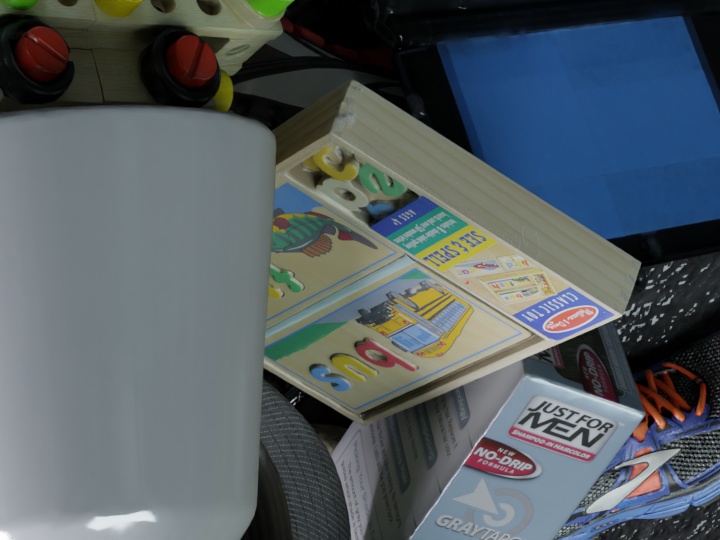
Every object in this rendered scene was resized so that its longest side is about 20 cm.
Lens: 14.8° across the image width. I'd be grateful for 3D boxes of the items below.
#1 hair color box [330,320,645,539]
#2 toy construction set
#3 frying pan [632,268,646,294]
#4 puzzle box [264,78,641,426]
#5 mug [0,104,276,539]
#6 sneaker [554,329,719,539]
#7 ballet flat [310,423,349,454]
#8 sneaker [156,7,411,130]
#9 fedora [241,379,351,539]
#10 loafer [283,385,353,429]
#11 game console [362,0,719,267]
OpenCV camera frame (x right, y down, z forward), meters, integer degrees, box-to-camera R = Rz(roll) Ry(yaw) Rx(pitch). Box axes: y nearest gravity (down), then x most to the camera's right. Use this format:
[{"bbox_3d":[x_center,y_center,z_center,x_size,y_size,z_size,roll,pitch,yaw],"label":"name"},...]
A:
[{"bbox_3d":[0.034,0.092,1.158,0.060,0.099,0.200,19,122,-23],"label":"hair color box"},{"bbox_3d":[-0.109,-0.107,0.978,0.199,0.132,0.092,-7,160,-26],"label":"toy construction set"},{"bbox_3d":[0.092,-0.029,1.247,0.190,0.031,0.115,-29,119,-67],"label":"frying pan"},{"bbox_3d":[0.000,0.000,1.062,0.133,0.025,0.200,30,153,-17],"label":"puzzle box"},{"bbox_3d":[-0.083,0.033,0.954,0.186,0.154,0.149,1,169,-39],"label":"mug"},{"bbox_3d":[0.123,0.086,1.359,0.200,0.075,0.079,-33,136,-5],"label":"sneaker"},{"bbox_3d":[-0.079,0.130,1.244,0.200,0.057,0.067,-29,120,11],"label":"ballet flat"},{"bbox_3d":[-0.024,-0.053,1.105,0.200,0.098,0.071,10,125,-38],"label":"sneaker"},{"bbox_3d":[-0.104,0.111,1.098,0.090,0.178,0.200,-19,155,41],"label":"fedora"},{"bbox_3d":[0.007,0.071,1.263,0.073,0.072,0.200,-6,133,-31],"label":"loafer"},{"bbox_3d":[0.114,-0.103,1.112,0.200,0.118,0.171,-11,135,-41],"label":"game console"}]
